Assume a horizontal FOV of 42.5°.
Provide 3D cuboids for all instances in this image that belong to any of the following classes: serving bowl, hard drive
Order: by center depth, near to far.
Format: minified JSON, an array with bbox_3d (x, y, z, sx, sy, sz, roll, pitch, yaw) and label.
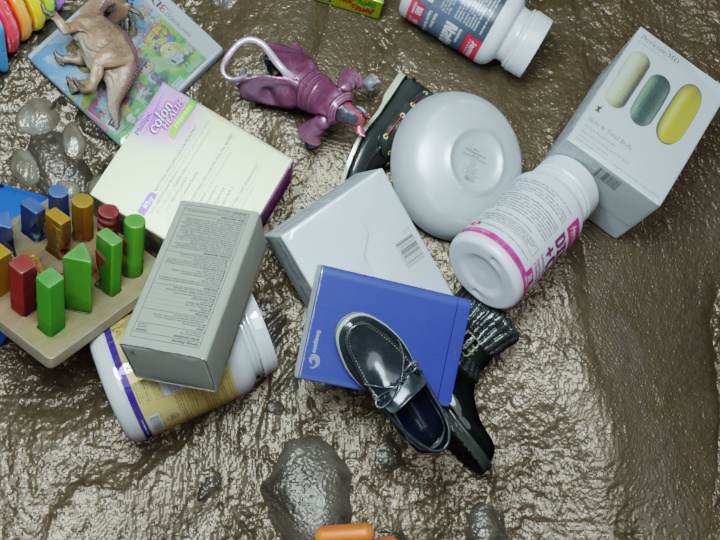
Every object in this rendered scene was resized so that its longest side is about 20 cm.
[{"bbox_3d":[0.029,0.080,1.108,0.196,0.025,0.135,13,89,-19],"label":"hard drive"},{"bbox_3d":[0.140,-0.143,1.240,0.196,0.066,0.205,0,89,-24],"label":"serving bowl"}]

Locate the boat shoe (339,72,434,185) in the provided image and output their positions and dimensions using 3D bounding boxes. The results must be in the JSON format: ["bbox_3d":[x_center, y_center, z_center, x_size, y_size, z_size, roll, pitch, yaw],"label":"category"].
[{"bbox_3d":[0.035,-0.178,1.261,0.062,0.074,0.203,28,70,8],"label":"boat shoe"}]

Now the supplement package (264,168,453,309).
[{"bbox_3d":[0.000,0.000,1.167,0.155,0.111,0.202,-34,103,-14],"label":"supplement package"}]

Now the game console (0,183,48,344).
[{"bbox_3d":[-0.515,-0.023,1.176,0.196,0.119,0.174,15,106,-4],"label":"game console"}]

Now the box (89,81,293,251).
[{"bbox_3d":[-0.214,-0.106,1.198,0.198,0.097,0.178,30,75,-1],"label":"box"}]

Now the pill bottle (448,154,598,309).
[{"bbox_3d":[0.215,-0.055,1.191,0.113,0.114,0.200,45,63,4],"label":"pill bottle"}]

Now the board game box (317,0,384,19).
[{"bbox_3d":[0.005,-0.477,1.342,0.100,0.048,0.204,15,75,-4],"label":"board game box"}]

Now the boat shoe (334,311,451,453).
[{"bbox_3d":[0.043,0.132,1.071,0.074,0.062,0.202,-37,103,-11],"label":"boat shoe"}]

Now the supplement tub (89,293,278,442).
[{"bbox_3d":[-0.212,0.103,1.123,0.197,0.146,0.148,-23,81,-13],"label":"supplement tub"}]

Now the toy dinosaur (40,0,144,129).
[{"bbox_3d":[-0.330,-0.298,1.215,0.134,0.086,0.203,-24,86,-20],"label":"toy dinosaur"}]

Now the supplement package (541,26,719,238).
[{"bbox_3d":[0.366,-0.185,1.269,0.151,0.151,0.201,35,74,2],"label":"supplement package"}]

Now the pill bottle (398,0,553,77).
[{"bbox_3d":[0.164,-0.363,1.300,0.198,0.120,0.121,32,74,1],"label":"pill bottle"}]

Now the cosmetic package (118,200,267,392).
[{"bbox_3d":[-0.182,0.025,1.042,0.101,0.074,0.203,9,56,11],"label":"cosmetic package"}]

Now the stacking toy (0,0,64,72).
[{"bbox_3d":[-0.437,-0.371,1.237,0.199,0.116,0.110,-39,83,-26],"label":"stacking toy"}]

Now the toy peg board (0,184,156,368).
[{"bbox_3d":[-0.356,-0.025,1.079,0.197,0.099,0.200,32,44,16],"label":"toy peg board"}]

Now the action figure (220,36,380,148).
[{"bbox_3d":[-0.062,-0.244,1.223,0.198,0.149,0.135,31,86,26],"label":"action figure"}]

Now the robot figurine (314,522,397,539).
[{"bbox_3d":[-0.006,0.385,1.101,0.196,0.117,0.146,-12,122,-11],"label":"robot figurine"}]

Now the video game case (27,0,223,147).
[{"bbox_3d":[-0.319,-0.295,1.266,0.182,0.022,0.200,42,75,3],"label":"video game case"}]

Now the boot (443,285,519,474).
[{"bbox_3d":[0.149,0.136,1.200,0.156,0.080,0.213,-32,82,-14],"label":"boot"}]
